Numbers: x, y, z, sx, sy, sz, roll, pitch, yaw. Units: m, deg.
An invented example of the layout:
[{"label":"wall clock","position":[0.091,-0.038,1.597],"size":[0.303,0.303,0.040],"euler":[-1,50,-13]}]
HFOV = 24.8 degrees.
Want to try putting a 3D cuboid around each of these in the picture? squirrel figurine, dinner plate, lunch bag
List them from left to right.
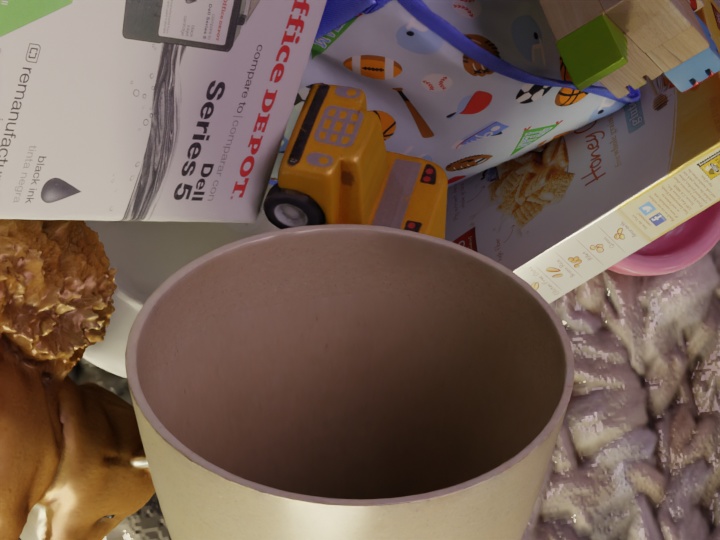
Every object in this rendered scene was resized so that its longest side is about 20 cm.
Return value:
[{"label":"squirrel figurine","position":[-0.163,0.054,0.752],"size":[0.186,0.141,0.201],"euler":[12,94,-42]},{"label":"dinner plate","position":[-0.101,-0.039,0.887],"size":[0.199,0.024,0.201],"euler":[4,83,-36]},{"label":"lunch bag","position":[0.018,-0.116,0.861],"size":[0.200,0.170,0.124],"euler":[-3,71,-49]}]

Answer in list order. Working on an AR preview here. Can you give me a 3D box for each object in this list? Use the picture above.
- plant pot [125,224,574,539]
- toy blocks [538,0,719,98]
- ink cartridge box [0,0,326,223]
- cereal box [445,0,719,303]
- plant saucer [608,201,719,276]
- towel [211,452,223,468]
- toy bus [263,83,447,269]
[{"label":"plant pot","position":[-0.007,0.114,0.737],"size":[0.187,0.187,0.201],"euler":[-26,134,-35]},{"label":"toy blocks","position":[0.118,-0.158,0.803],"size":[0.137,0.100,0.201],"euler":[28,37,-55]},{"label":"ink cartridge box","position":[-0.115,-0.102,0.714],"size":[0.200,0.084,0.146],"euler":[-2,116,-51]},{"label":"cereal box","position":[0.123,-0.058,0.916],"size":[0.040,0.200,0.144],"euler":[40,31,-30]},{"label":"plant saucer","position":[0.170,-0.095,1.072],"size":[0.200,0.051,0.202],"euler":[5,81,-36]},{"label":"towel","position":[-0.063,0.123,0.848],"size":[0.145,0.024,0.201],"euler":[43,52,-72]},{"label":"toy bus","position":[0.000,0.000,0.834],"size":[0.200,0.078,0.065],"euler":[90,17,-50]}]
